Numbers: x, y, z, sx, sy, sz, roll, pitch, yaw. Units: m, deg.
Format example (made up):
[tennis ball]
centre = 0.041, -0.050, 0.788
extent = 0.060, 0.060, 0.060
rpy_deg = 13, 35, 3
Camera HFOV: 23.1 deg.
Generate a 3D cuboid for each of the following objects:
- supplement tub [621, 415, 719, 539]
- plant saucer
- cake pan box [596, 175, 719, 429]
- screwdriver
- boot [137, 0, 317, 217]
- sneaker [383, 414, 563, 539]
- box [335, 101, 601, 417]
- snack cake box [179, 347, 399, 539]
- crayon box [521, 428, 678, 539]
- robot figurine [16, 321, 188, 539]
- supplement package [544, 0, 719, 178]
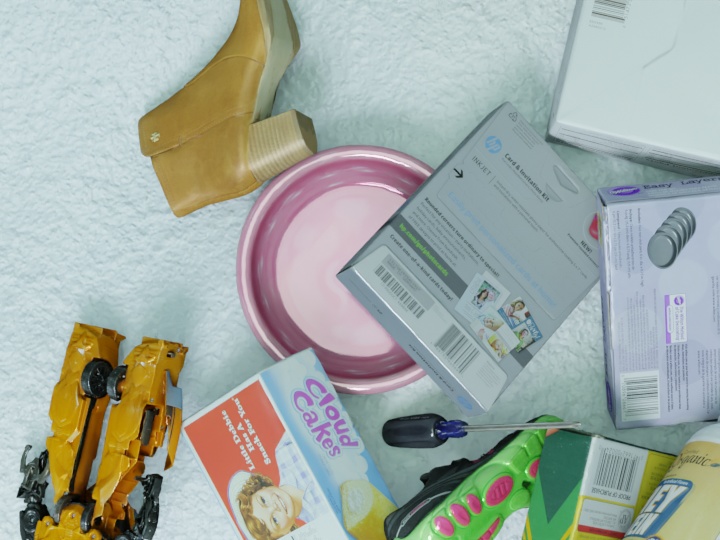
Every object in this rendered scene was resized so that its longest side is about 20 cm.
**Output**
[supplement tub]
centre = 0.279, 0.207, 1.318
extent = 0.144, 0.145, 0.200
rpy_deg = 36, 71, 5
[plant saucer]
centre = 0.000, 0.000, 1.432
extent = 0.200, 0.051, 0.202
rpy_deg = 0, 86, 2
[cake pan box]
centre = 0.281, 0.026, 1.383
extent = 0.183, 0.052, 0.201
rpy_deg = -6, 108, 2
[screwdriver]
centre = 0.095, 0.123, 1.373
extent = 0.199, 0.029, 0.028
rpy_deg = -7, 78, 40
[boot]
centre = -0.120, -0.153, 1.444
extent = 0.144, 0.071, 0.202
rpy_deg = -19, 68, 19
[sneaker]
centre = 0.094, 0.164, 1.371
extent = 0.084, 0.200, 0.077
rpy_deg = 8, 114, 43
[box]
centre = 0.100, -0.010, 1.384
extent = 0.156, 0.041, 0.200
rpy_deg = 46, 67, -8
[snack cake box]
centre = -0.045, 0.178, 1.385
extent = 0.115, 0.067, 0.201
rpy_deg = -34, 83, 43
[crayon box]
centre = 0.178, 0.229, 1.370
extent = 0.051, 0.127, 0.201
rpy_deg = 9, 84, 45
[robot figurine]
centre = -0.203, 0.148, 1.411
extent = 0.145, 0.058, 0.201
rpy_deg = 10, 86, 33
[supplement package]
centre = 0.246, -0.188, 1.406
extent = 0.155, 0.111, 0.201
rpy_deg = 14, 85, 3
